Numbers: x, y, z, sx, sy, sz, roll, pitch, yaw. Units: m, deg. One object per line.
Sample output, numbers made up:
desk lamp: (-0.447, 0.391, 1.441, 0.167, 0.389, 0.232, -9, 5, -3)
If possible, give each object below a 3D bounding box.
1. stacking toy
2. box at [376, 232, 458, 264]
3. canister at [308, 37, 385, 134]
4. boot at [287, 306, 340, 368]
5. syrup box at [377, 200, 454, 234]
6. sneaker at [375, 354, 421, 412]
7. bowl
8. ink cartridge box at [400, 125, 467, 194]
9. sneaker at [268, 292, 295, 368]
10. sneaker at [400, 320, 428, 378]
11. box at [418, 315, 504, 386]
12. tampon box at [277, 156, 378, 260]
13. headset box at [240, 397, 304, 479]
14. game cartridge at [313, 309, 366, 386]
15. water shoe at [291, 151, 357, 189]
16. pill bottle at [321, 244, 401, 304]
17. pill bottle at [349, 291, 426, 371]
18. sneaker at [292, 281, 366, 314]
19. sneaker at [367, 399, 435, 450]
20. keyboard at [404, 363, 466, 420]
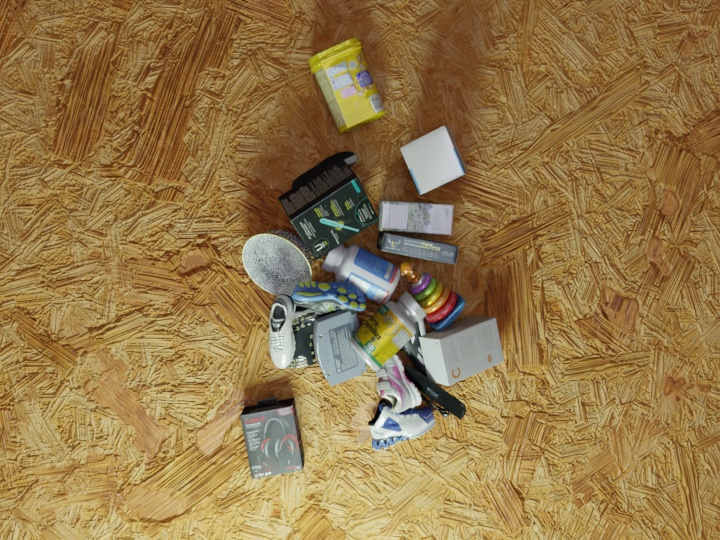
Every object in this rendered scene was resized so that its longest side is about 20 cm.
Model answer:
stacking toy: (0.174, 0.052, 1.547, 0.116, 0.110, 0.200, -45, 106, 0)
box: (0.146, -0.061, 1.527, 0.196, 0.158, 0.052, 10, 94, -3)
canister: (-0.033, -0.480, 1.520, 0.146, 0.087, 0.203, -24, 97, -1)
boot: (-0.130, 0.172, 1.574, 0.200, 0.074, 0.157, -14, 99, -1)
syrup box: (0.148, -0.143, 1.559, 0.196, 0.081, 0.080, 3, 96, -4)
sneaker: (0.079, 0.296, 1.565, 0.087, 0.082, 0.202, -29, 79, -25)
bowl: (-0.203, -0.036, 1.523, 0.197, 0.095, 0.204, 12, 130, 14)
ink cartridge box: (0.196, -0.289, 1.503, 0.124, 0.200, 0.130, -24, 96, 16)
sneaker: (-0.211, 0.163, 1.500, 0.075, 0.081, 0.204, 3, 103, 6)
sneaker: (0.136, 0.227, 1.599, 0.110, 0.073, 0.204, -11, 92, 6)
box: (0.272, 0.210, 1.550, 0.197, 0.097, 0.127, -16, 96, -28)
tampon box: (-0.083, -0.160, 1.489, 0.198, 0.127, 0.151, -32, 132, -2)
headset box: (-0.241, 0.449, 1.584, 0.146, 0.075, 0.204, -9, 95, -2)
game cartridge: (-0.058, 0.205, 1.556, 0.131, 0.042, 0.204, -16, 114, -14)
water shoe: (-0.090, -0.247, 1.554, 0.198, 0.072, 0.080, -29, 123, -2)
pill bottle: (0.000, 0.000, 1.546, 0.197, 0.112, 0.114, 28, 92, -5)
pill bottle: (0.075, 0.154, 1.510, 0.200, 0.113, 0.113, -43, 96, -2)
sneaker: (-0.081, 0.073, 1.499, 0.196, 0.083, 0.072, 6, 60, -14)
sneaker: (0.104, 0.407, 1.599, 0.196, 0.081, 0.117, -24, 98, 0)
keyboard: (0.197, 0.336, 1.564, 0.198, 0.128, 0.021, 33, 56, 24)
